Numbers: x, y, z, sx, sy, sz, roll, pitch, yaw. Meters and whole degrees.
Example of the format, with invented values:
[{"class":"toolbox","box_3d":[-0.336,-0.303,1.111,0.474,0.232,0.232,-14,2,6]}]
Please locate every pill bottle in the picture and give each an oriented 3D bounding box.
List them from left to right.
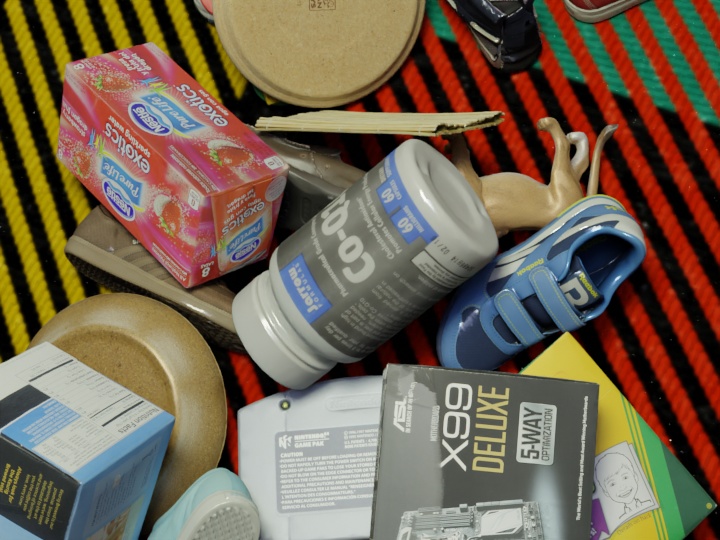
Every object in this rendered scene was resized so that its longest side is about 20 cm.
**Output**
[{"class":"pill bottle","box_3d":[0.000,0.000,1.096,0.199,0.113,0.115,-38,67,21]}]

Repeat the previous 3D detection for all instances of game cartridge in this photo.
[{"class":"game cartridge","box_3d":[-0.001,0.154,1.127,0.197,0.041,0.135,-5,73,6]}]

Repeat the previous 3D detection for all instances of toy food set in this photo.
[{"class":"toy food set","box_3d":[-0.039,-0.243,1.220,0.196,0.049,0.202,-20,110,-7]}]

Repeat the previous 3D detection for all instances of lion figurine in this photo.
[{"class":"lion figurine","box_3d":[0.128,-0.057,1.166,0.197,0.073,0.124,-8,76,1]}]

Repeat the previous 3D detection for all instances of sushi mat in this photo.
[{"class":"sushi mat","box_3d":[0.014,-0.124,1.158,0.198,0.095,0.012,6,104,40]}]

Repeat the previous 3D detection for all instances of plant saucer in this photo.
[{"class":"plant saucer","box_3d":[-0.207,0.118,1.139,0.198,0.035,0.203,-1,85,15]}]

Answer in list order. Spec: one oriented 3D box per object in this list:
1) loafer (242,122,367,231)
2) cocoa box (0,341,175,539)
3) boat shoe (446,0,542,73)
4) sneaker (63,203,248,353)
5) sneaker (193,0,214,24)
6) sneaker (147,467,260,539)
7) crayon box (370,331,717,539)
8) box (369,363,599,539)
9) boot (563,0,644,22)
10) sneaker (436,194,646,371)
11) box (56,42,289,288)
[{"class":"loafer","box_3d":[-0.048,-0.074,1.207,0.199,0.074,0.071,28,42,18]},{"class":"cocoa box","box_3d":[-0.246,0.184,1.052,0.130,0.133,0.202,27,115,15]},{"class":"boat shoe","box_3d":[0.096,-0.277,1.236,0.074,0.093,0.201,-33,69,-5]},{"class":"sneaker","box_3d":[-0.157,-0.003,1.188,0.198,0.071,0.076,26,70,15]},{"class":"sneaker","box_3d":[-0.059,-0.268,1.264,0.197,0.077,0.077,-8,68,2]},{"class":"sneaker","box_3d":[-0.148,0.242,1.103,0.074,0.082,0.200,37,100,-23]},{"class":"crayon box","box_3d":[0.137,0.179,1.060,0.200,0.058,0.173,-40,85,-11]},{"class":"box","box_3d":[0.086,0.174,1.002,0.156,0.050,0.203,6,80,-2]},{"class":"boot","box_3d":[0.264,-0.304,1.195,0.198,0.145,0.073,-28,67,-4]},{"class":"sneaker","box_3d":[0.145,0.018,1.116,0.200,0.082,0.074,-41,113,0]},{"class":"box","box_3d":[-0.162,-0.092,1.173,0.095,0.100,0.200,-23,54,-38]}]
